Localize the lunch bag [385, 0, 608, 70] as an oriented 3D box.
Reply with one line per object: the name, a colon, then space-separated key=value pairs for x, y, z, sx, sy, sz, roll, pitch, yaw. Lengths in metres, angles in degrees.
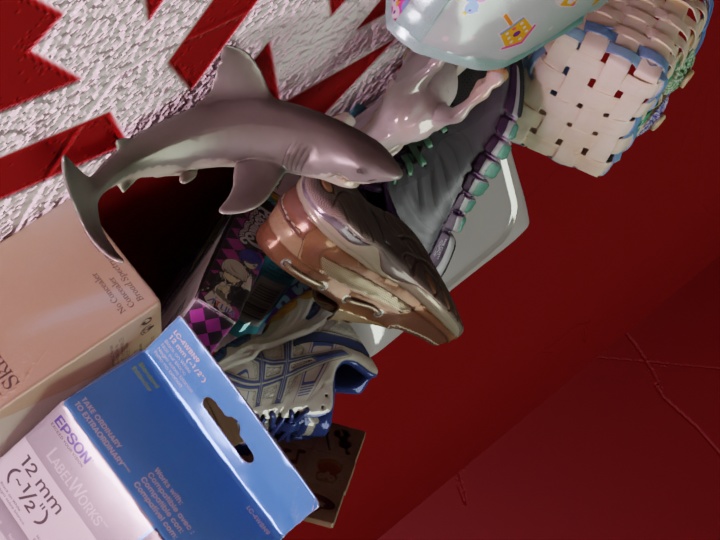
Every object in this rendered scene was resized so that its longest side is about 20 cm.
lunch bag: x=0.105 y=-0.214 z=1.010 sx=0.170 sy=0.122 sz=0.200 roll=-50 pitch=168 yaw=35

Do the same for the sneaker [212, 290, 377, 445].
sneaker: x=-0.062 y=0.089 z=1.224 sx=0.200 sy=0.088 sz=0.075 roll=-37 pitch=168 yaw=-41

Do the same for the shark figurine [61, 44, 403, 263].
shark figurine: x=-0.094 y=-0.087 z=1.027 sx=0.214 sy=0.128 sz=0.090 roll=-12 pitch=127 yaw=-27

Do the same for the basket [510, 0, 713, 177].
basket: x=0.183 y=-0.182 z=1.298 sx=0.176 sy=0.139 sz=0.200 roll=117 pitch=-9 yaw=-54

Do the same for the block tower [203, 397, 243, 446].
block tower: x=-0.173 y=0.126 z=1.111 sx=0.200 sy=0.058 sz=0.054 roll=-28 pitch=175 yaw=29

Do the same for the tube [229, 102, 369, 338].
tube: x=-0.045 y=-0.038 z=1.296 sx=0.200 sy=0.050 sz=0.077 roll=-52 pitch=163 yaw=11

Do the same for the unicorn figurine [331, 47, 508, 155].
unicorn figurine: x=0.039 y=-0.125 z=1.149 sx=0.137 sy=0.074 sz=0.200 roll=-36 pitch=-176 yaw=38

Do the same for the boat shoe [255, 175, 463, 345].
boat shoe: x=0.000 y=0.000 z=1.166 sx=0.072 sy=0.076 sz=0.200 roll=-34 pitch=136 yaw=15

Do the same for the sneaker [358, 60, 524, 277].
sneaker: x=0.047 y=-0.080 z=1.219 sx=0.087 sy=0.074 sz=0.200 roll=13 pitch=103 yaw=-42

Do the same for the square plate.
square plate: x=0.049 y=-0.051 z=1.308 sx=0.200 sy=0.028 sz=0.198 roll=-39 pitch=134 yaw=-23

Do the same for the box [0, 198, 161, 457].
box: x=-0.225 y=0.055 z=1.032 sx=0.200 sy=0.095 sz=0.078 roll=-36 pitch=165 yaw=-20

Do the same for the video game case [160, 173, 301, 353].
video game case: x=-0.120 y=0.035 z=1.188 sx=0.200 sy=0.036 sz=0.181 roll=-52 pitch=-168 yaw=36

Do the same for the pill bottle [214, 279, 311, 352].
pill bottle: x=-0.024 y=0.021 z=1.391 sx=0.200 sy=0.112 sz=0.112 roll=-40 pitch=165 yaw=-4

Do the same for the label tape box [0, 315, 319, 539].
label tape box: x=-0.140 y=0.144 z=1.028 sx=0.200 sy=0.143 sz=0.066 roll=-42 pitch=172 yaw=31

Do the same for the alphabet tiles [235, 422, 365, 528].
alphabet tiles: x=-0.103 y=0.124 z=1.240 sx=0.167 sy=0.200 sz=0.008 roll=-68 pitch=170 yaw=-52
